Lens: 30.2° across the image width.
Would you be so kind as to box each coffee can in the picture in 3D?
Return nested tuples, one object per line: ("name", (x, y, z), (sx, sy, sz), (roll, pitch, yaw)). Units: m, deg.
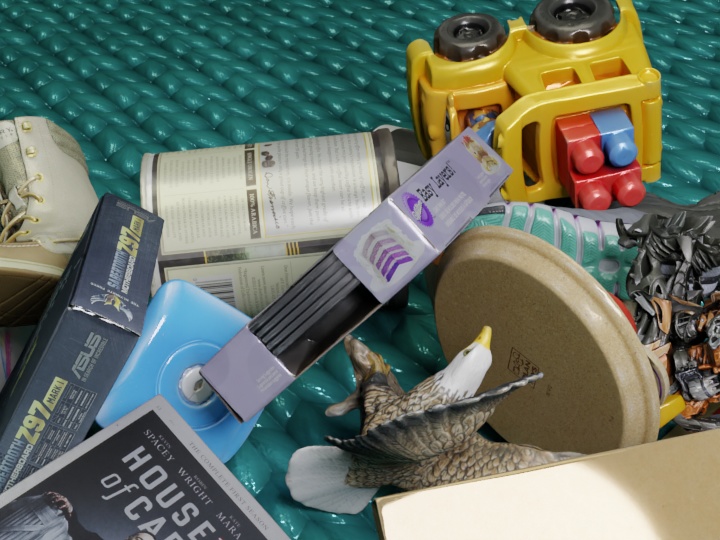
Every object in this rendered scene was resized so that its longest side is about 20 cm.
("coffee can", (-0.068, -0.033, 1.082), (0.199, 0.147, 0.146), (-6, 28, -2))

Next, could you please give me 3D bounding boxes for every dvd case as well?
("dvd case", (-0.141, 0.174, 0.761), (0.150, 0.025, 0.200), (46, 48, 12))

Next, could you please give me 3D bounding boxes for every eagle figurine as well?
("eagle figurine", (0.051, 0.103, 0.807), (0.151, 0.151, 0.200), (-5, 19, -24))

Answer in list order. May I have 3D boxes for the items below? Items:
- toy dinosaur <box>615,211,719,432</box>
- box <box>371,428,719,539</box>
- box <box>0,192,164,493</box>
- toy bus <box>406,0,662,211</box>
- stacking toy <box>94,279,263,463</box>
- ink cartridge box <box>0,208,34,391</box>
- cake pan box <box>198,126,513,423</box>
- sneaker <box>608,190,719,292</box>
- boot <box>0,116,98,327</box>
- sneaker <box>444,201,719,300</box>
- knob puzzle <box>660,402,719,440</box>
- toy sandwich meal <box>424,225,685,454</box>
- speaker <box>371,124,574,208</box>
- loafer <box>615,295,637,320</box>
("toy dinosaur", (0.206, 0.036, 0.879), (0.199, 0.136, 0.102), (7, -4, 16))
("box", (0.119, 0.178, 0.691), (0.199, 0.021, 0.164), (-10, 70, -9))
("box", (-0.196, 0.068, 0.871), (0.051, 0.200, 0.158), (24, 25, -16))
("toy bus", (0.147, -0.114, 1.071), (0.199, 0.136, 0.192), (-10, 41, 0))
("stacking toy", (-0.155, 0.067, 0.980), (0.200, 0.110, 0.116), (12, 70, 60))
("ink cartridge box", (-0.340, 0.036, 1.018), (0.128, 0.126, 0.200), (-2, 29, 6))
("cake pan box", (0.000, 0.000, 0.877), (0.052, 0.184, 0.200), (46, 28, -1))
("sneaker", (0.260, -0.017, 1.087), (0.199, 0.076, 0.091), (-9, 36, -4))
("boot", (-0.251, -0.041, 0.987), (0.072, 0.155, 0.200), (-29, -15, 21))
("sneaker", (0.159, -0.016, 0.985), (0.199, 0.075, 0.088), (9, 18, 1))
("knob puzzle", (0.278, 0.105, 0.837), (0.219, 0.031, 0.220), (-24, 7, 3))
("toy sandwich meal", (0.125, 0.046, 0.870), (0.070, 0.206, 0.205), (-33, 39, -30))
("speaker", (0.098, -0.075, 1.207), (0.200, 0.081, 0.081), (17, 35, 33))
("loafer", (0.153, 0.016, 1.044), (0.068, 0.076, 0.200), (-24, 43, -34))
